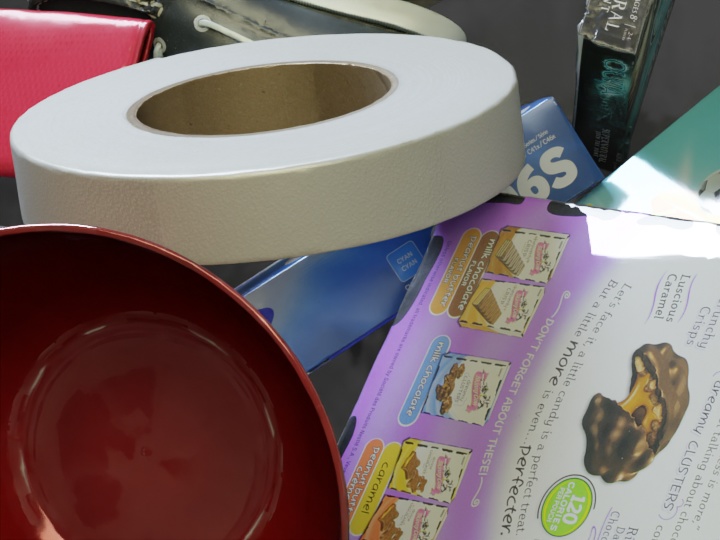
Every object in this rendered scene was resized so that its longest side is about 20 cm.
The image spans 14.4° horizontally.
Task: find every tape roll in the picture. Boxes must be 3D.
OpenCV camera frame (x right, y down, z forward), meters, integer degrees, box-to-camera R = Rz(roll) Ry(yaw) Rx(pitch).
[{"bbox_3d":[-0.036,-0.051,1.111,0.203,0.203,0.037,-7,109,1],"label":"tape roll"}]

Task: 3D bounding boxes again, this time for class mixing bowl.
[{"bbox_3d":[-0.091,0.074,1.022,0.200,0.108,0.200,2,99,12],"label":"mixing bowl"}]

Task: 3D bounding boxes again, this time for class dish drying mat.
[{"bbox_3d":[-0.187,-0.079,1.240,0.200,0.018,0.077,5,70,22],"label":"dish drying mat"}]

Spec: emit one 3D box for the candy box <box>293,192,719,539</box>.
[{"bbox_3d":[0.097,0.067,1.044,0.200,0.072,0.168,10,66,38],"label":"candy box"}]

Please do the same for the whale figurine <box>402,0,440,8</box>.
[{"bbox_3d":[-0.024,-0.202,1.257,0.200,0.104,0.159,36,77,14],"label":"whale figurine"}]

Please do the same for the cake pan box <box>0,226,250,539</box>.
[{"bbox_3d":[-0.154,0.080,1.120,0.184,0.052,0.200,30,98,8],"label":"cake pan box"}]

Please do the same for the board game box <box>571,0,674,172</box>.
[{"bbox_3d":[0.130,-0.157,1.218,0.028,0.135,0.200,16,73,8],"label":"board game box"}]

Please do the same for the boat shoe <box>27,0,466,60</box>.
[{"bbox_3d":[-0.056,-0.097,1.238,0.200,0.076,0.060,10,71,11],"label":"boat shoe"}]

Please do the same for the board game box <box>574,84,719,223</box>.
[{"bbox_3d":[0.152,0.007,1.131,0.200,0.047,0.151,-40,46,4],"label":"board game box"}]

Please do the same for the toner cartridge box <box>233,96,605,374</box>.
[{"bbox_3d":[0.000,0.000,1.188,0.200,0.095,0.043,-33,93,-9],"label":"toner cartridge box"}]
